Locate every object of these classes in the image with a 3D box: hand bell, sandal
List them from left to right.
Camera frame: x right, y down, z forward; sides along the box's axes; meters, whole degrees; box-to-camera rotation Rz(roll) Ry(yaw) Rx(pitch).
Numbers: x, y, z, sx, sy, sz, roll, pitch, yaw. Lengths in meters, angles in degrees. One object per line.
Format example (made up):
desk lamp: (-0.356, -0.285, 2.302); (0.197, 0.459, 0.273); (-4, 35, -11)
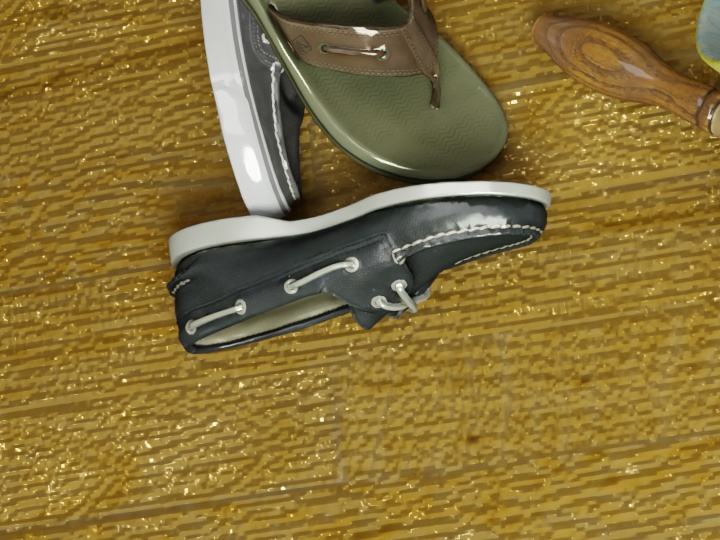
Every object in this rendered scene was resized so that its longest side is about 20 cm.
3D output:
sandal: (-0.006, -0.122, 1.071); (0.080, 0.057, 0.201); (-45, 99, -21)
hand bell: (0.161, -0.076, 1.047); (0.200, 0.104, 0.104); (31, 88, 34)

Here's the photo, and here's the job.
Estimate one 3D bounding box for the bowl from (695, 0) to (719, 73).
bowl: (0.247, -0.126, 0.918); (0.108, 0.200, 0.200); (41, 92, -15)

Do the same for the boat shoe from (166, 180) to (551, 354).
boat shoe: (0.000, 0.000, 1.077); (0.200, 0.076, 0.060); (-12, 74, 27)

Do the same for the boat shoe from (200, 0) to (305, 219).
boat shoe: (-0.042, -0.124, 1.121); (0.066, 0.070, 0.200); (-10, 72, 7)
